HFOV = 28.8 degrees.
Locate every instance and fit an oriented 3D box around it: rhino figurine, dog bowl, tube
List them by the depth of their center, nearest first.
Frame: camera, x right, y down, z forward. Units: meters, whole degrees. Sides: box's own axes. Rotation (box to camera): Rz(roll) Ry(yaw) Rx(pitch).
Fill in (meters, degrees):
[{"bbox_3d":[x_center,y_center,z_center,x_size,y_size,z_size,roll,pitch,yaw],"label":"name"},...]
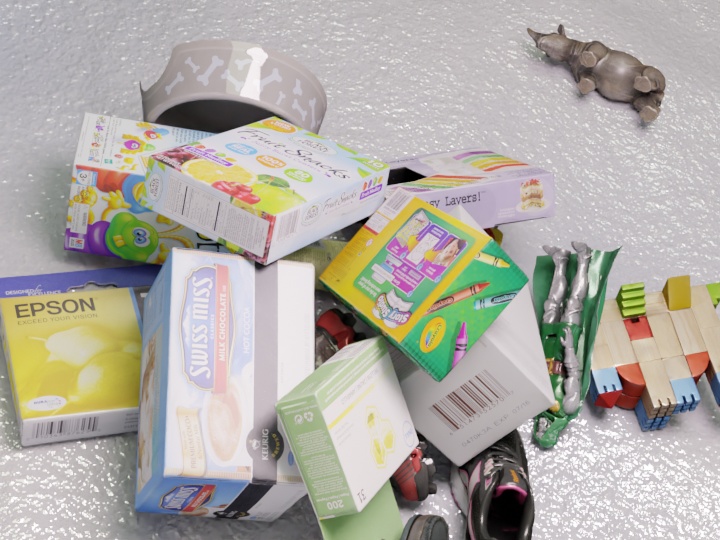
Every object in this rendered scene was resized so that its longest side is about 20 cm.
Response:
[{"bbox_3d":[0.000,0.000,1.444,0.197,0.052,0.059,5,89,-25],"label":"tube"},{"bbox_3d":[-0.134,-0.157,1.449,0.197,0.200,0.059,8,64,-9],"label":"dog bowl"},{"bbox_3d":[0.295,-0.256,1.758,0.198,0.060,0.087,29,27,11],"label":"rhino figurine"}]

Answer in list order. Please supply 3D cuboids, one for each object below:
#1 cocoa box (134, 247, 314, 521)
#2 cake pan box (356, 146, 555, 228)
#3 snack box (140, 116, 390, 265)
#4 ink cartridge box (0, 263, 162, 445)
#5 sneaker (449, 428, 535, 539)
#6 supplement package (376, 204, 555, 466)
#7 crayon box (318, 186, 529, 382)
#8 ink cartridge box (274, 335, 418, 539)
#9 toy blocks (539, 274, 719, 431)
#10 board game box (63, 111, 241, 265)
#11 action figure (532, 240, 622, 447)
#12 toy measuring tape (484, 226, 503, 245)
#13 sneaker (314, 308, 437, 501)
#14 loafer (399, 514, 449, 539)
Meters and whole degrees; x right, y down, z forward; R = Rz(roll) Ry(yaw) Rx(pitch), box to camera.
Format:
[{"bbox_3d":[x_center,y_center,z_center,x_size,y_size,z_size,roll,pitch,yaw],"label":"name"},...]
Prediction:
[{"bbox_3d":[-0.118,0.100,1.208,0.129,0.133,0.203,7,67,-18],"label":"cocoa box"},{"bbox_3d":[0.077,-0.082,1.467,0.197,0.053,0.184,-9,14,-17],"label":"cake pan box"},{"bbox_3d":[-0.083,-0.078,1.277,0.141,0.054,0.199,26,27,23],"label":"snack box"},{"bbox_3d":[-0.235,0.062,1.315,0.195,0.047,0.202,-6,52,-22],"label":"ink cartridge box"},{"bbox_3d":[0.130,0.203,1.267,0.079,0.087,0.202,10,46,-10],"label":"sneaker"},{"bbox_3d":[0.092,0.058,1.315,0.117,0.116,0.201,42,24,-27],"label":"supplement package"},{"bbox_3d":[0.051,0.008,1.248,0.058,0.119,0.200,43,-3,-28],"label":"crayon box"},{"bbox_3d":[0.006,0.174,1.168,0.145,0.047,0.202,-35,107,-62],"label":"ink cartridge box"},{"bbox_3d":[0.297,0.095,1.423,0.197,0.100,0.138,-8,59,-10],"label":"toy blocks"},{"bbox_3d":[-0.187,-0.074,1.402,0.197,0.104,0.105,9,34,-9],"label":"board game box"},{"bbox_3d":[0.197,0.075,1.385,0.054,0.118,0.203,16,75,-32],"label":"action figure"},{"bbox_3d":[0.116,-0.044,1.502,0.073,0.074,0.201,20,39,2],"label":"toy measuring tape"},{"bbox_3d":[-0.008,0.137,1.300,0.097,0.071,0.202,-29,72,-15],"label":"sneaker"},{"bbox_3d":[0.063,0.293,1.164,0.062,0.072,0.202,-15,46,29],"label":"loafer"}]
